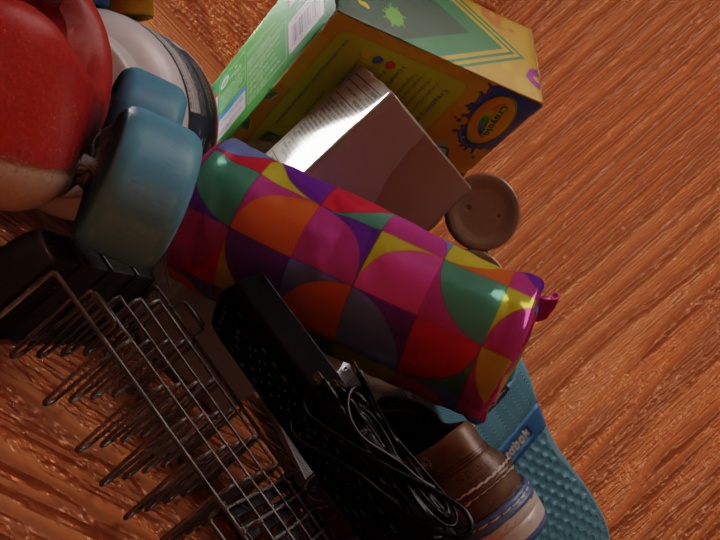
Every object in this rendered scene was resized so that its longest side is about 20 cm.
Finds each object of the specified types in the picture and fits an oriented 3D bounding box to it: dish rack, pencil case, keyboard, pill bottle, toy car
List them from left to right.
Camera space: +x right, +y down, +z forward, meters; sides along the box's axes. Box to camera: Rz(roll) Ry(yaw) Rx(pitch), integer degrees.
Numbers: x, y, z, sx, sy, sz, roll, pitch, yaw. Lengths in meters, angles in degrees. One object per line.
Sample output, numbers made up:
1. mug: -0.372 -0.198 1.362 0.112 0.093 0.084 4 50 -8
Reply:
1. toy car: -0.131 -0.138 0.517 0.182 0.202 0.177 24 13 -18
2. pill bottle: -0.154 -0.090 0.746 0.120 0.119 0.200 48 5 -2
3. dish rack: -0.082 0.070 0.555 0.201 0.054 0.153 52 5 8
4. keyboard: -0.013 0.091 0.593 0.201 0.039 0.104 52 -31 11
5. pencil case: -0.001 0.005 0.652 0.198 0.089 0.088 25 2 6

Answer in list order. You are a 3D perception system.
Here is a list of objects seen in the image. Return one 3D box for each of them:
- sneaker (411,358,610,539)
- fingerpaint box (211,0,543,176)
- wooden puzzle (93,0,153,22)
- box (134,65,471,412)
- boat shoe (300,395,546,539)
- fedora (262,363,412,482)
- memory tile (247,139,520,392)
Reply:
1. sneaker: 0.053 0.109 0.761 0.130 0.079 0.202 -18 -78 56
2. fingerpaint box: -0.003 -0.110 0.863 0.165 0.200 0.074 18 51 -28
3. wooden puzzle: -0.192 -0.169 0.744 0.185 0.196 0.047 -71 153 -85
4. box: -0.040 -0.020 0.754 0.078 0.200 0.095 46 5 -22
5. boat shoe: 0.020 0.104 0.663 0.199 0.072 0.073 -15 -75 58
6. fedora: 0.010 0.109 0.884 0.177 0.090 0.200 47 5 -24
7. memory tile: 0.000 0.000 0.826 0.196 0.156 0.017 8 0 -2
